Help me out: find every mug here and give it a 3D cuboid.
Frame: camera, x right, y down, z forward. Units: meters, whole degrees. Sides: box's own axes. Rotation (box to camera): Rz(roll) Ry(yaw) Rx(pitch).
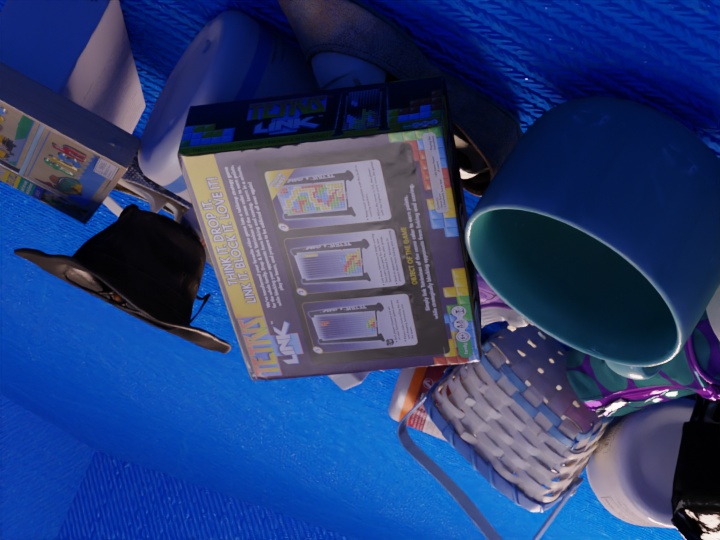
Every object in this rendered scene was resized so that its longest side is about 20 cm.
[{"bbox_3d":[0.155,-0.026,0.829,0.151,0.115,0.185,31,159,10],"label":"mug"}]

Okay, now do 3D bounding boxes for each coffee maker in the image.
[{"bbox_3d":[0.363,0.182,1.050,0.134,0.195,0.199,12,171,-42],"label":"coffee maker"}]

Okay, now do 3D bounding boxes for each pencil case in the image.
[{"bbox_3d":[0.247,0.071,1.064,0.084,0.093,0.200,27,161,-12],"label":"pencil case"}]

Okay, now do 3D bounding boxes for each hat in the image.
[{"bbox_3d":[-0.175,-0.005,1.069,0.199,0.082,0.201,26,172,4],"label":"hat"}]

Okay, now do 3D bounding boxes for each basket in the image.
[{"bbox_3d":[0.138,0.157,1.244,0.176,0.139,0.201,46,123,13],"label":"basket"}]

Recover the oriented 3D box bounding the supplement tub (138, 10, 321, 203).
[{"bbox_3d":[-0.043,-0.078,0.931,0.199,0.133,0.132,30,161,-21],"label":"supplement tub"}]

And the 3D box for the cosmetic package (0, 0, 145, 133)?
[{"bbox_3d":[-0.229,-0.141,1.029,0.071,0.102,0.200,22,162,4],"label":"cosmetic package"}]

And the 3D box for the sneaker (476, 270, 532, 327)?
[{"bbox_3d":[0.095,0.001,1.120,0.084,0.081,0.199,48,148,-18],"label":"sneaker"}]

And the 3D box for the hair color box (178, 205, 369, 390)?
[{"bbox_3d":[-0.048,-0.006,1.109,0.200,0.099,0.061,44,162,-4],"label":"hair color box"}]

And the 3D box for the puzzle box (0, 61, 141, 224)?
[{"bbox_3d":[-0.242,-0.093,0.974,0.132,0.026,0.200,29,162,-13],"label":"puzzle box"}]

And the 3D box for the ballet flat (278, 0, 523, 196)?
[{"bbox_3d":[0.024,-0.111,0.854,0.199,0.068,0.068,30,159,-20],"label":"ballet flat"}]

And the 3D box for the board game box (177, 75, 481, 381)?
[{"bbox_3d":[-0.012,-0.021,0.856,0.163,0.057,0.201,-4,132,10],"label":"board game box"}]

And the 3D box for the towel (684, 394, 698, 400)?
[{"bbox_3d":[0.384,0.139,1.220,0.144,0.024,0.200,28,161,-8],"label":"towel"}]

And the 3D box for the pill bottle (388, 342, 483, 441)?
[{"bbox_3d":[0.137,0.137,1.365,0.198,0.111,0.110,21,163,7],"label":"pill bottle"}]

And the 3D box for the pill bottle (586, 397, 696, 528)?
[{"bbox_3d":[0.277,0.185,1.253,0.113,0.115,0.200,22,170,2],"label":"pill bottle"}]

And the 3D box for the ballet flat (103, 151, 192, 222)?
[{"bbox_3d":[-0.184,-0.062,1.259,0.199,0.073,0.072,28,162,-15],"label":"ballet flat"}]

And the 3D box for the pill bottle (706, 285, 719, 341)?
[{"bbox_3d":[0.298,0.006,0.777,0.110,0.112,0.200,29,162,-18],"label":"pill bottle"}]
